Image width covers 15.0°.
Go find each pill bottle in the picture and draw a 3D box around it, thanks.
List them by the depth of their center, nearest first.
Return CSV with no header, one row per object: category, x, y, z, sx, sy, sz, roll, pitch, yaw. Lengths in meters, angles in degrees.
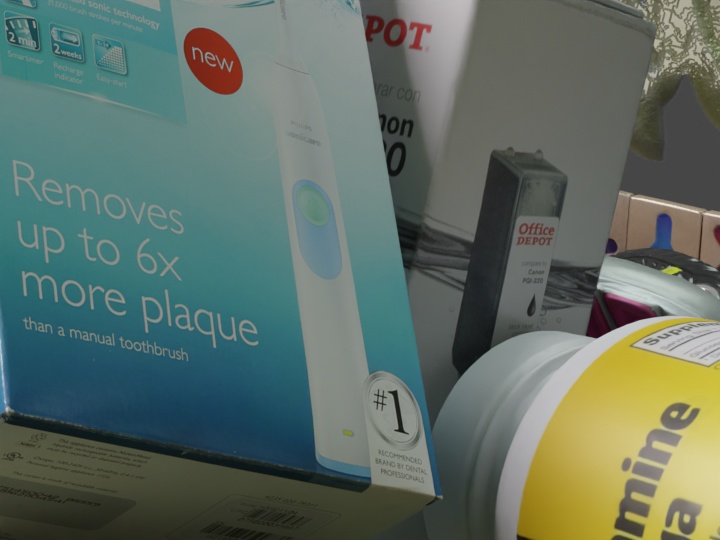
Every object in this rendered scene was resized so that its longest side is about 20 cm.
pill bottle,0.109,0.074,0.744,0.112,0.113,0.200,15,-1,-38

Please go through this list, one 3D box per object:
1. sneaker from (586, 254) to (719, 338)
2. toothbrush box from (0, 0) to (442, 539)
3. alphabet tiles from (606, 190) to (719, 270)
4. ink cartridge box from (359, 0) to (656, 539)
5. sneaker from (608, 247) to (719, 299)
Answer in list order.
sneaker,0.059,0.011,0.959,0.199,0.082,0.088,11,37,41
toothbrush box,-0.069,-0.022,0.766,0.146,0.201,0.085,16,-36,-38
alphabet tiles,0.103,0.050,1.102,0.199,0.168,0.008,14,20,33
ink cartridge box,0.000,0.000,0.878,0.085,0.201,0.145,14,0,-40
sneaker,0.131,0.060,1.009,0.075,0.077,0.200,-24,38,-15
